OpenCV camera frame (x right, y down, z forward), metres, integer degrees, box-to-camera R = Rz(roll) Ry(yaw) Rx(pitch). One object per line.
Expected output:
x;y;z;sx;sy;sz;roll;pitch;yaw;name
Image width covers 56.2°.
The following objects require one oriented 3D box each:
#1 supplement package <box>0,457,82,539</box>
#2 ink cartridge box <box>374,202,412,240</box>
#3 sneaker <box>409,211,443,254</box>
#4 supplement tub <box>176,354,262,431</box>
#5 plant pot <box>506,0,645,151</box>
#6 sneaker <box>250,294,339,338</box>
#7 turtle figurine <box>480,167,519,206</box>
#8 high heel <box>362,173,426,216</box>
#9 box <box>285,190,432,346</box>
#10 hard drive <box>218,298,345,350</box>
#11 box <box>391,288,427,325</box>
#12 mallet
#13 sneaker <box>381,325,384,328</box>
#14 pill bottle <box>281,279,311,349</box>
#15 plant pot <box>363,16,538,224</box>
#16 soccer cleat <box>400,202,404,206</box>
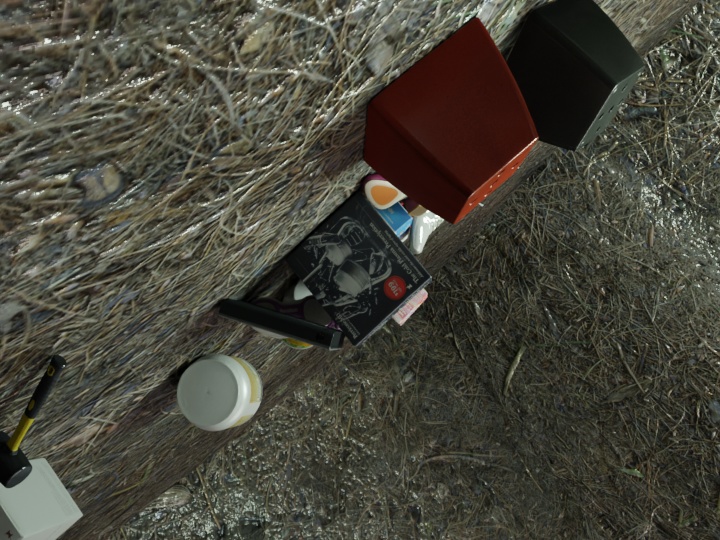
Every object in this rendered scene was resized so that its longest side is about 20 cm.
-0.516;0.361;0.976;0.116;0.118;0.200;-38;172;-8;supplement package
0.003;-0.051;1.357;0.199;0.086;0.147;-39;171;-9;ink cartridge box
0.149;-0.125;1.377;0.071;0.078;0.204;94;13;-72;sneaker
-0.281;0.244;1.353;0.144;0.145;0.200;-40;171;-5;supplement tub
0.360;-0.326;1.160;0.198;0.177;0.202;-33;157;-39;plant pot
-0.121;0.092;1.291;0.100;0.195;0.077;101;-5;-69;sneaker
0.231;-0.204;1.323;0.150;0.101;0.200;-44;166;5;turtle figurine
0.055;-0.164;1.226;0.067;0.098;0.198;-35;154;31;high heel
0.000;0.000;1.209;0.182;0.201;0.104;-42;173;3;box
-0.130;0.092;1.158;0.140;0.196;0.034;37;70;-81;hard drive
0.050;0.018;1.504;0.095;0.200;0.103;-44;171;-1;box
-0.398;0.187;0.818;0.200;0.066;0.041;-46;168;24;mallet
-0.021;0.072;1.488;0.078;0.201;0.076;-3;130;-37;sneaker
-0.115;0.086;1.419;0.110;0.112;0.200;-37;170;-24;pill bottle
0.135;-0.189;0.962;0.199;0.177;0.200;-40;171;-10;plant pot
0.150;-0.165;1.524;0.199;0.067;0.076;-39;169;1;soccer cleat
